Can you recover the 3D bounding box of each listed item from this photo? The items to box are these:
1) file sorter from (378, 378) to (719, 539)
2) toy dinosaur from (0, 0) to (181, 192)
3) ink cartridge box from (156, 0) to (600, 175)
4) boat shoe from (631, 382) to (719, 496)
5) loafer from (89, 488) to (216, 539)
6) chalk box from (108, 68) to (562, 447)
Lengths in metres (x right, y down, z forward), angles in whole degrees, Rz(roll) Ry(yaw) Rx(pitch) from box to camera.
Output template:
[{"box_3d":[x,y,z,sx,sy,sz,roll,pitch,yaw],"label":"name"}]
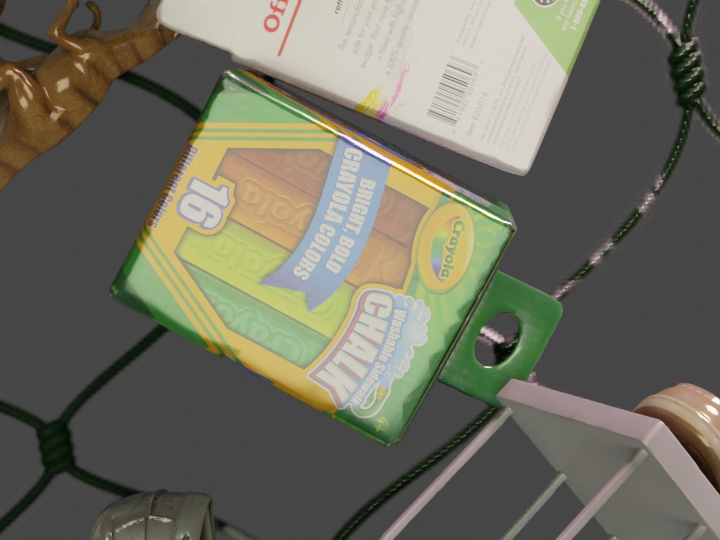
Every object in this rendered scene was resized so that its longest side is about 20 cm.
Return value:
[{"box_3d":[0.119,0.171,0.795,0.125,0.139,0.200,-44,108,-14],"label":"file sorter"},{"box_3d":[-0.171,-0.081,0.878,0.106,0.060,0.200,43,97,-3],"label":"toy dinosaur"},{"box_3d":[0.011,-0.137,0.857,0.200,0.067,0.117,22,97,0],"label":"ink cartridge box"},{"box_3d":[0.177,0.096,0.820,0.065,0.200,0.072,-47,56,-9],"label":"boat shoe"},{"box_3d":[-0.090,0.214,0.898,0.070,0.070,0.200,-10,95,13],"label":"loafer"},{"box_3d":[0.000,0.000,0.844,0.200,0.124,0.125,27,97,0],"label":"chalk box"}]
